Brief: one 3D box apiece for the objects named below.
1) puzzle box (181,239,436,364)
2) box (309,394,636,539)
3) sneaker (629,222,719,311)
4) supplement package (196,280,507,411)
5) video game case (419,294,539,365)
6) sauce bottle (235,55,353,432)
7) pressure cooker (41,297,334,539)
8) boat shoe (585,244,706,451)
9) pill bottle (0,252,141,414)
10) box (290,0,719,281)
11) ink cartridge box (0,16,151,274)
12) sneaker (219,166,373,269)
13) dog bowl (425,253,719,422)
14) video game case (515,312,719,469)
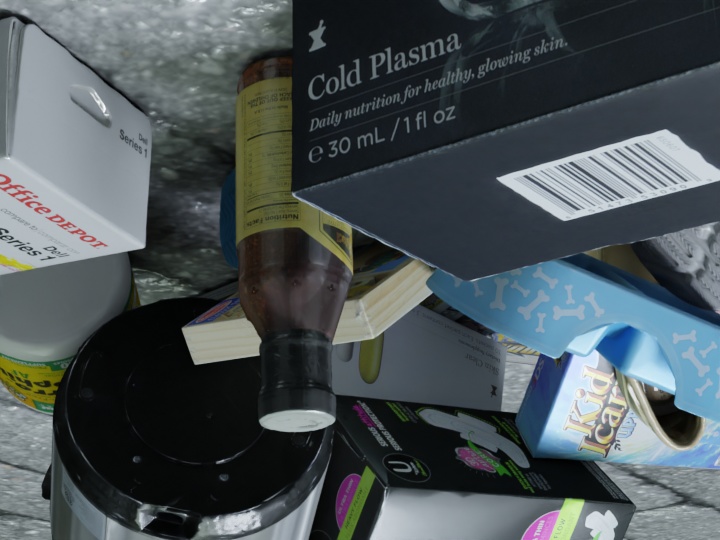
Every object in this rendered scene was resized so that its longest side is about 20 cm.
[{"bbox_3d":[0.000,0.000,1.021,0.133,0.026,0.200,-11,-165,35],"label":"puzzle box"},{"bbox_3d":[0.057,0.184,1.155,0.199,0.149,0.124,9,-159,-28],"label":"box"},{"bbox_3d":[0.219,-0.047,0.896,0.112,0.078,0.200,-40,179,-17],"label":"sneaker"},{"bbox_3d":[-0.016,0.089,1.258,0.199,0.111,0.155,25,151,-34],"label":"supplement package"},{"bbox_3d":[0.138,0.032,1.286,0.199,0.026,0.181,8,157,-23],"label":"video game case"},{"bbox_3d":[-0.035,-0.015,0.903,0.066,0.201,0.066,-2,161,-1],"label":"sauce bottle"},{"bbox_3d":[-0.114,0.136,1.070,0.178,0.177,0.200,3,140,-9],"label":"pressure cooker"},{"bbox_3d":[0.182,0.024,1.045,0.072,0.065,0.201,-17,123,-1],"label":"boat shoe"},{"bbox_3d":[-0.204,0.034,1.149,0.112,0.113,0.200,0,160,-3],"label":"pill bottle"},{"bbox_3d":[0.085,-0.122,0.626,0.199,0.198,0.124,-15,154,34],"label":"box"},{"bbox_3d":[-0.237,-0.056,0.946,0.199,0.084,0.145,-10,158,21],"label":"ink cartridge box"},{"bbox_3d":[-0.010,-0.042,1.014,0.081,0.077,0.199,7,163,-43],"label":"sneaker"},{"bbox_3d":[0.135,0.025,0.945,0.199,0.050,0.111,21,-171,-16],"label":"dog bowl"},{"bbox_3d":[0.220,0.043,1.134,0.180,0.046,0.201,6,120,-18],"label":"video game case"}]
